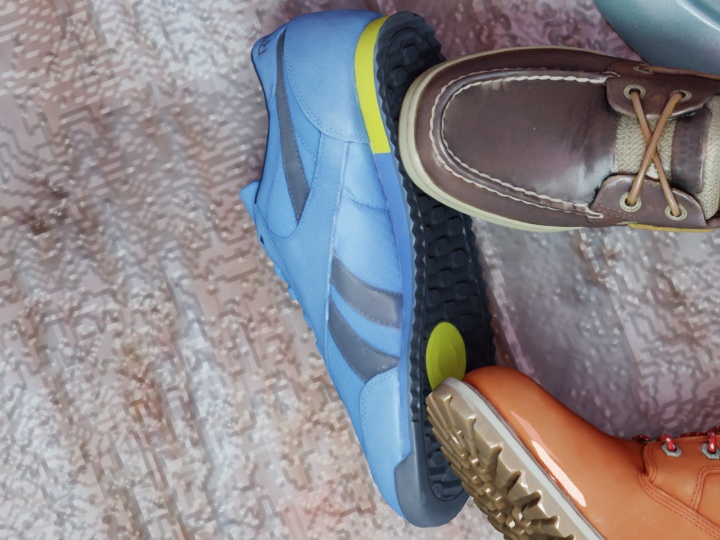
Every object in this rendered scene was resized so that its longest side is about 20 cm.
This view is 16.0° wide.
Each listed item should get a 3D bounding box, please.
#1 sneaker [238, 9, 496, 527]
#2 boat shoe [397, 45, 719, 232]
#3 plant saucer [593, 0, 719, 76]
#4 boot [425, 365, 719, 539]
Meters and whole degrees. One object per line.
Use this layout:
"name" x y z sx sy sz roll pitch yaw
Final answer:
"sneaker" 0.000 0.000 0.985 0.078 0.066 0.200 -6 96 31
"boat shoe" 0.114 -0.047 0.956 0.200 0.072 0.072 9 82 -21
"plant saucer" 0.178 -0.162 1.019 0.200 0.027 0.201 0 85 -4
"boot" 0.116 0.083 0.964 0.200 0.075 0.107 41 80 -19
